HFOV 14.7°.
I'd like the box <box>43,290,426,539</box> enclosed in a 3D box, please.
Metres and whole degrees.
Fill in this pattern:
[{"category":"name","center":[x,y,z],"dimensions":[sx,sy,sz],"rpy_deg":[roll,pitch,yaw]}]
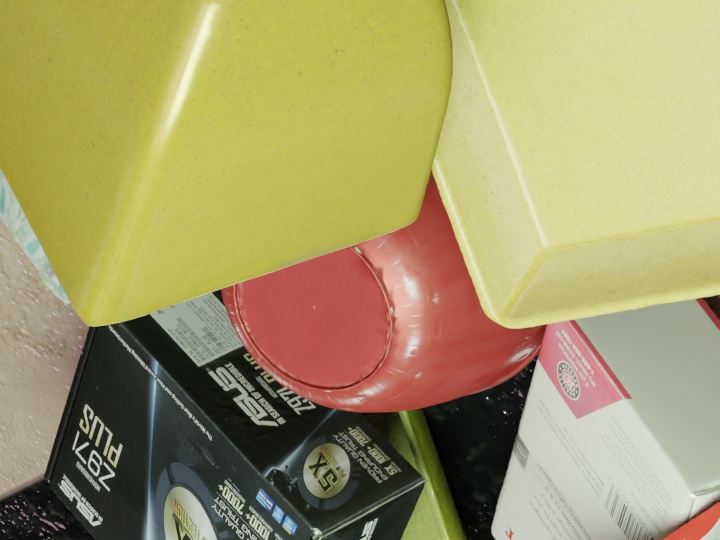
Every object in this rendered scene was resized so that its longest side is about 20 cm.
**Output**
[{"category":"box","center":[-0.077,0.120,1.603],"dimensions":[0.200,0.086,0.164],"rpy_deg":[46,138,23]}]

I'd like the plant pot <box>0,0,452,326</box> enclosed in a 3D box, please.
[{"category":"plant pot","center":[-0.067,-0.127,1.326],"dimensions":[0.194,0.195,0.200],"rpy_deg":[60,150,21]}]

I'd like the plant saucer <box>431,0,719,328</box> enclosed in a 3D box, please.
[{"category":"plant saucer","center":[0.126,-0.082,1.377],"dimensions":[0.200,0.048,0.200],"rpy_deg":[-10,109,33]}]

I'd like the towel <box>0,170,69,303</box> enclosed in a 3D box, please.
[{"category":"towel","center":[-0.170,-0.099,1.539],"dimensions":[0.171,0.048,0.200],"rpy_deg":[57,145,26]}]

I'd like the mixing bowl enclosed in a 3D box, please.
[{"category":"mixing bowl","center":[0.000,0.000,1.488],"dimensions":[0.200,0.108,0.201],"rpy_deg":[13,120,24]}]

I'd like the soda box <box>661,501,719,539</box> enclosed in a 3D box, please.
[{"category":"soda box","center":[0.188,0.159,1.379],"dimensions":[0.200,0.068,0.063],"rpy_deg":[-36,141,19]}]

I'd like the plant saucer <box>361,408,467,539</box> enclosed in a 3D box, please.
[{"category":"plant saucer","center":[-0.014,0.140,1.660],"dimensions":[0.200,0.048,0.200],"rpy_deg":[-20,88,44]}]

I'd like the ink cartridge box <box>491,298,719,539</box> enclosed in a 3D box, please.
[{"category":"ink cartridge box","center":[0.152,0.120,1.498],"dimensions":[0.147,0.083,0.200],"rpy_deg":[55,150,34]}]
